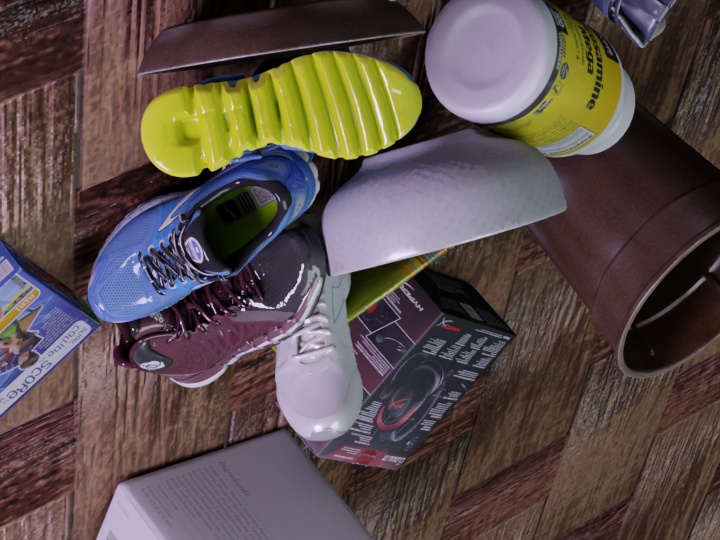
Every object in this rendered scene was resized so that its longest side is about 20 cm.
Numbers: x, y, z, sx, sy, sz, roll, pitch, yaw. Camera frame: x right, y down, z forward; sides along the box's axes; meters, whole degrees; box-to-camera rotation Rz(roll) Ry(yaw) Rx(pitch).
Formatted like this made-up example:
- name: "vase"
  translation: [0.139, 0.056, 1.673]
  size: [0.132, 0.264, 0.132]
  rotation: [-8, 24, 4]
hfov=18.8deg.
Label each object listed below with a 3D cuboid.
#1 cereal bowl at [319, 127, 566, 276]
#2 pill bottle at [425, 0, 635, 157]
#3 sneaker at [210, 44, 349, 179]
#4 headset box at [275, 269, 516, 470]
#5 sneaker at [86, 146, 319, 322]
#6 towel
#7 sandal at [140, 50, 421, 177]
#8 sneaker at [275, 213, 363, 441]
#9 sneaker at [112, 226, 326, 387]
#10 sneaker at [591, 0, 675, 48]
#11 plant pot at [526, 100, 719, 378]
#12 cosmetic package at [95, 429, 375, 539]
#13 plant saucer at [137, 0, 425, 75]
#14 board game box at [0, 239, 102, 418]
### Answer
- name: "cereal bowl"
  translation: [0.058, -0.060, 1.709]
  size: [0.198, 0.084, 0.200]
  rotation: [-16, -177, 1]
- name: "pill bottle"
  translation: [0.144, -0.155, 1.759]
  size: [0.113, 0.113, 0.200]
  rotation: [-49, 151, 14]
- name: "sneaker"
  translation: [-0.061, -0.102, 1.647]
  size: [0.201, 0.066, 0.078]
  rotation: [-62, 172, 24]
- name: "headset box"
  translation: [0.027, 0.098, 2.002]
  size: [0.200, 0.075, 0.148]
  rotation: [-50, 150, 15]
- name: "sneaker"
  translation: [-0.124, -0.024, 1.595]
  size: [0.199, 0.079, 0.089]
  rotation: [-34, -172, 18]
- name: "towel"
  translation: [0.000, 0.000, 1.831]
  size: [0.199, 0.086, 0.018]
  rotation: [-36, 126, -9]
- name: "sandal"
  translation: [-0.055, -0.116, 1.557]
  size: [0.198, 0.080, 0.087]
  rotation: [-4, -171, 4]
- name: "sneaker"
  translation: [-0.042, 0.043, 1.747]
  size: [0.070, 0.202, 0.080]
  rotation: [-11, 143, 6]
- name: "sneaker"
  translation: [-0.121, 0.032, 1.703]
  size: [0.115, 0.076, 0.200]
  rotation: [6, 143, -45]
- name: "sneaker"
  translation: [0.166, -0.240, 1.637]
  size: [0.201, 0.146, 0.077]
  rotation: [-1, 134, -48]
- name: "plant pot"
  translation: [0.245, -0.044, 1.946]
  size: [0.199, 0.198, 0.201]
  rotation: [-31, 150, -20]
- name: "cosmetic package"
  translation: [-0.121, 0.277, 1.974]
  size: [0.199, 0.166, 0.168]
  rotation: [-16, 143, -40]
- name: "plant saucer"
  translation: [-0.056, -0.161, 1.483]
  size: [0.198, 0.032, 0.200]
  rotation: [-10, -176, 1]
- name: "board game box"
  translation: [-0.300, 0.076, 1.613]
  size: [0.200, 0.034, 0.135]
  rotation: [-42, 152, 1]
